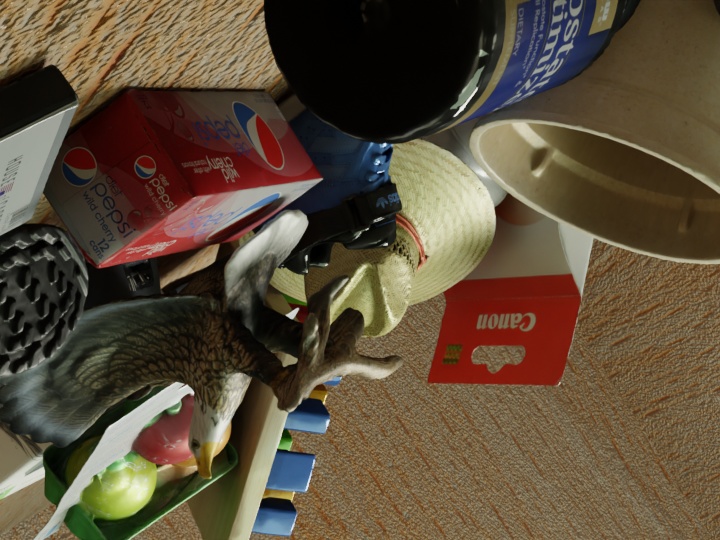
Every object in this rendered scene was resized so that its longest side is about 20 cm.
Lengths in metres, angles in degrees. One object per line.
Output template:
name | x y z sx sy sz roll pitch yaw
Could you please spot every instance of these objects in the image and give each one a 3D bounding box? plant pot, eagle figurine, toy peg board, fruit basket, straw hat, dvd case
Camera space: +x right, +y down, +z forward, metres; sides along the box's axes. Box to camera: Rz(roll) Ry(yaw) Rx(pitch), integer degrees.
plant pot | 0.198 -0.130 1.117 0.200 0.200 0.184 129 -14 -76
eagle figurine | -0.102 0.047 1.002 0.199 0.152 0.151 8 -119 30
toy peg board | -0.067 0.104 1.342 0.097 0.201 0.199 9 -160 -23
fruit basket | -0.145 0.110 1.199 0.185 0.094 0.200 -32 161 -39
straw hat | 0.000 0.000 1.189 0.201 0.201 0.085 -36 -145 39
dvd case | -0.220 -0.010 0.717 0.200 0.025 0.150 -31 175 -25

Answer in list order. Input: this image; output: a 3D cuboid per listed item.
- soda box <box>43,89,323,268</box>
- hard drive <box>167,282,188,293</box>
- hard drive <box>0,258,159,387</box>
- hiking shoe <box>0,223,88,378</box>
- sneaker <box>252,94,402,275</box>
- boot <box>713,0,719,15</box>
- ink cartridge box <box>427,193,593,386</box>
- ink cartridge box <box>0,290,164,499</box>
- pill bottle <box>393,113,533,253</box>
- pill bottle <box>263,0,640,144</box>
soda box | -0.091 -0.052 0.901 0.070 0.064 0.200 -34 176 18
hard drive | -0.150 0.039 1.571 0.135 0.042 0.200 -35 175 28
hard drive | -0.219 0.047 1.094 0.135 0.042 0.200 -35 175 27
hiking shoe | -0.226 0.027 0.838 0.100 0.076 0.200 6 -153 38
sneaker | 0.009 -0.075 1.024 0.200 0.111 0.077 -35 175 20
boot | 0.271 -0.270 1.020 0.200 0.064 0.187 -50 149 -25
ink cartridge box | 0.103 -0.016 1.275 0.050 0.201 0.162 24 164 -32
ink cartridge box | -0.244 0.102 1.333 0.200 0.084 0.145 -36 174 28
pill bottle | 0.040 -0.072 1.255 0.200 0.113 0.112 -36 174 39
pill bottle | 0.053 -0.129 0.764 0.112 0.112 0.200 -36 175 35
